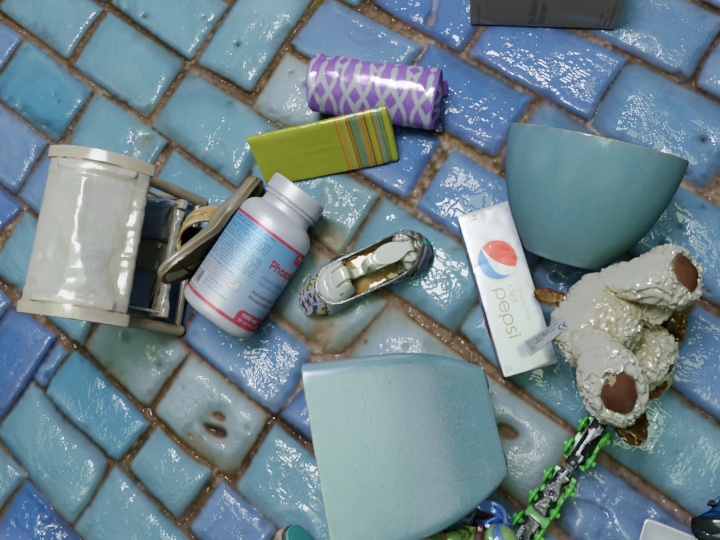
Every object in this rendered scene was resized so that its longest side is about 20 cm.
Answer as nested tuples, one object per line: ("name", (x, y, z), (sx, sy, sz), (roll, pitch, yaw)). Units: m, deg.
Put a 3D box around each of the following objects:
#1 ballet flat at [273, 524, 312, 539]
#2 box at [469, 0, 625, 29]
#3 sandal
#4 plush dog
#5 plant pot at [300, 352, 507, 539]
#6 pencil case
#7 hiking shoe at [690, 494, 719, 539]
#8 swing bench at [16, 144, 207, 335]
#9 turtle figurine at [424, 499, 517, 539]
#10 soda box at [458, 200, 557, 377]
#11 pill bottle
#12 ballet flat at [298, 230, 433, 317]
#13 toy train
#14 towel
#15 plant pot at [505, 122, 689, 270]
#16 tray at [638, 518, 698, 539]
("ballet flat", (-0.046, 0.408, 0.733), (0.067, 0.068, 0.201), (-47, 68, 20))
("box", (0.243, -0.379, 0.788), (0.194, 0.095, 0.080), (7, 82, 14))
("sandal", (-0.206, -0.060, 0.811), (0.053, 0.081, 0.201), (34, 64, 5))
("plush dog", (0.290, 0.086, 0.670), (0.171, 0.159, 0.202), (42, 74, -28))
("plant pot", (0.054, 0.191, 0.683), (0.194, 0.197, 0.201), (-11, 78, 0))
("pencil case", (0.022, -0.247, 0.818), (0.194, 0.085, 0.087), (12, 48, 11))
("hiking shoe", (0.439, 0.227, 0.660), (0.196, 0.075, 0.088), (-27, 68, -4))
("swing bench", (-0.313, -0.030, 0.786), (0.126, 0.200, 0.205), (5, 81, 12))
("turtle figurine", (0.082, 0.354, 0.634), (0.194, 0.142, 0.204), (-43, 33, 37))
("soda box", (0.179, 0.024, 0.746), (0.066, 0.064, 0.205), (-16, 78, 7))
("pill bottle", (-0.135, -0.022, 0.795), (0.108, 0.109, 0.202), (34, 89, 15))
("ballet flat", (0.000, 0.000, 0.785), (0.196, 0.072, 0.074), (-24, 76, 7))
("toy train", (0.226, 0.255, 0.699), (0.041, 0.056, 0.202), (34, 89, 29))
("towel", (-0.050, -0.169, 0.820), (0.194, 0.087, 0.018), (-10, 47, 10))
("plant pot", (0.253, -0.080, 0.696), (0.195, 0.200, 0.139), (16, 103, 14))
("tray", (0.343, 0.394, 0.669), (0.105, 0.022, 0.205), (16, 84, 15))
